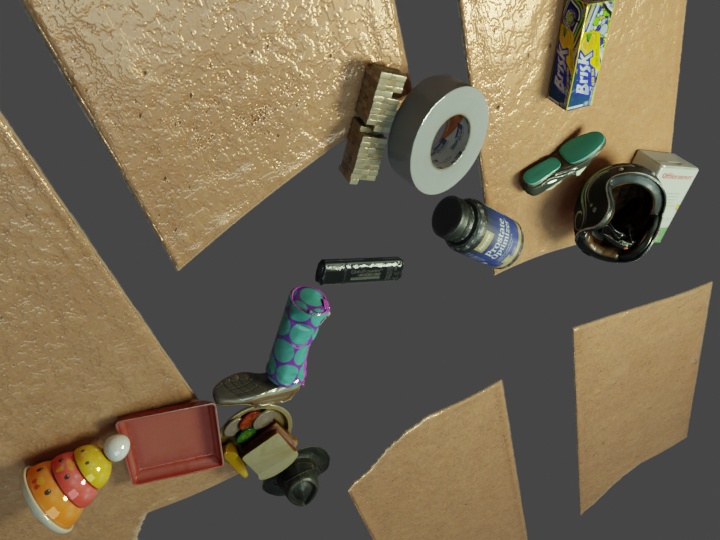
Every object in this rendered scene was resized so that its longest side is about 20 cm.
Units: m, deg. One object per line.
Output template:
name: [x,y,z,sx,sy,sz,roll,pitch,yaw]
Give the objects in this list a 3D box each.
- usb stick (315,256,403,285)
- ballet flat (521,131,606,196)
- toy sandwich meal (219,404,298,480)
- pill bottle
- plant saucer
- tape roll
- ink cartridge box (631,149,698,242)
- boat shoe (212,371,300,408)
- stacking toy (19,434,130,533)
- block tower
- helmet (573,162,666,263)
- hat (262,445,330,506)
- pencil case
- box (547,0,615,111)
usb stick: [0.000,0.000,1.391,0.195,0.033,0.057,-3,119,-29]
ballet flat: [0.431,-0.224,1.457,0.196,0.069,0.069,-29,145,6]
toy sandwich meal: [-0.229,0.387,1.527,0.200,0.071,0.210,-16,131,-19]
pill bottle: [0.241,-0.082,1.415,0.197,0.112,0.113,19,114,-39]
plant saucer: [-0.389,0.349,1.413,0.194,0.037,0.204,-9,129,-14]
tape roll: [0.141,-0.244,1.230,0.198,0.066,0.204,-29,138,-30]
ink cartridge box: [0.689,-0.174,1.627,0.142,0.088,0.204,-3,127,-30]
boat shoe: [-0.215,0.259,1.437,0.195,0.076,0.073,-5,129,-26]
stacking toy: [-0.531,0.384,1.311,0.198,0.146,0.148,-38,136,-11]
block tower: [0.019,-0.253,1.190,0.056,0.054,0.204,1,124,-30]
helmet: [0.571,-0.136,1.512,0.200,0.196,0.195,42,66,-44]
hat: [-0.145,0.519,1.660,0.196,0.082,0.204,-19,140,-16]
pencil case: [-0.127,0.138,1.384,0.090,0.086,0.204,18,118,-7]
box: [0.415,-0.413,1.294,0.068,0.065,0.204,-16,130,-19]
